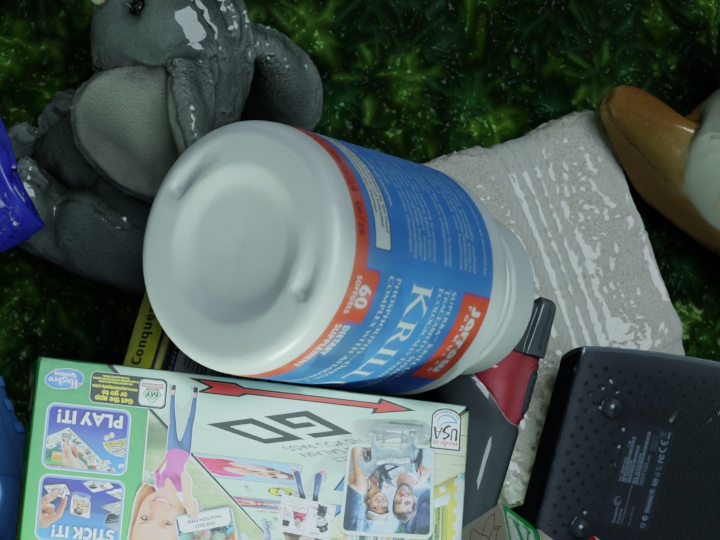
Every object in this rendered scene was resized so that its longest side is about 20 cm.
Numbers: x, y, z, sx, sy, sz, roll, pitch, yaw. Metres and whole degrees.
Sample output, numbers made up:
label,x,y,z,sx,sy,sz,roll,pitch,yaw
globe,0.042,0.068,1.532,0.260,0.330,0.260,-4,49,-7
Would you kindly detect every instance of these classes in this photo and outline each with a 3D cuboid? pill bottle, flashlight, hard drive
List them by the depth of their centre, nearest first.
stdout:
label,x,y,z,sx,sy,sz,roll,pitch,yaw
pill bottle,0.000,0.000,1.035,0.200,0.112,0.113,11,73,-56
flashlight,0.043,0.103,1.147,0.068,0.068,0.201,19,89,-31
hard drive,0.180,0.114,1.195,0.199,0.042,0.136,12,94,-25

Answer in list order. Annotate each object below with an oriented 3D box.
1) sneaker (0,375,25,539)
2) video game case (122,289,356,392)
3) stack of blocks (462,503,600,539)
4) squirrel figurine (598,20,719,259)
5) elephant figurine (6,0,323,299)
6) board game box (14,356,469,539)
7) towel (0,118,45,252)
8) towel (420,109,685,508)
label,x,y,z,sx,sy,sz,roll,pitch,yaw
sneaker,-0.189,0.082,1.082,0.078,0.066,0.202,0,84,-15
video game case,-0.064,0.123,1.081,0.200,0.025,0.182,36,64,-51
stack of blocks,0.113,0.195,1.104,0.200,0.058,0.116,37,28,-35
squirrel figurine,0.262,-0.075,1.253,0.187,0.141,0.201,-48,121,-36
elephant figurine,-0.091,-0.084,1.064,0.154,0.200,0.142,18,47,-19
board game box,-0.053,0.117,0.988,0.198,0.029,0.136,7,77,-13
towel,-0.265,-0.041,1.046,0.199,0.050,0.148,-28,71,-5
towel,0.104,0.022,1.215,0.132,0.034,0.201,-18,86,-22
